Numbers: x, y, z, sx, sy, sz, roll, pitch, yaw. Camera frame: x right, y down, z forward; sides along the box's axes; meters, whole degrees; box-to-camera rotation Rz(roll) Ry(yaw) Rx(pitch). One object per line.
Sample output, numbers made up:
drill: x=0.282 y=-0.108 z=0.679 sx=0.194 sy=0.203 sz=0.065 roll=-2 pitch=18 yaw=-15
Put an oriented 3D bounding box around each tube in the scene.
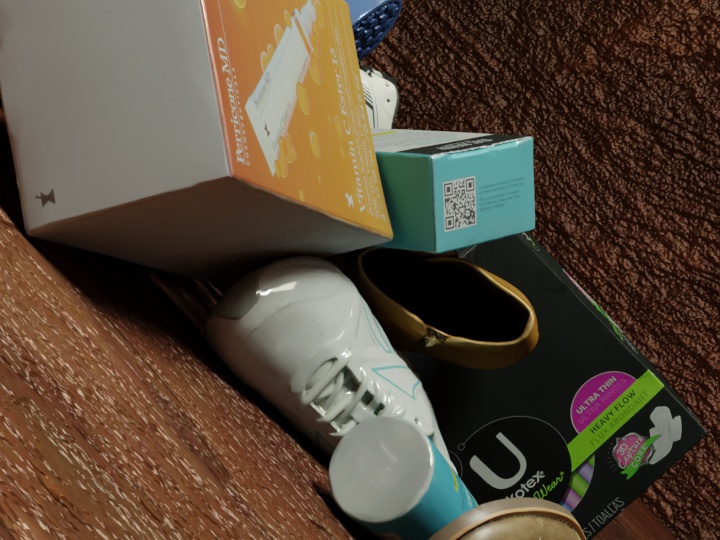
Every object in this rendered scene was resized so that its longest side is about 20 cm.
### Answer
tube: x=0.043 y=0.128 z=1.039 sx=0.078 sy=0.050 sz=0.200 roll=57 pitch=4 yaw=31

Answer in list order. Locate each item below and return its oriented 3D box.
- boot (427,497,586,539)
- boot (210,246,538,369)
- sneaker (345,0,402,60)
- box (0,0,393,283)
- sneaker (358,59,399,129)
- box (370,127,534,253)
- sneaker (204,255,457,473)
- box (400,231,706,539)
boot: x=0.088 y=0.164 z=0.979 sx=0.200 sy=0.074 sz=0.076 roll=45 pitch=13 yaw=-52
boot: x=0.000 y=0.001 z=1.146 sx=0.201 sy=0.071 sz=0.144 roll=18 pitch=-7 yaw=7
sneaker: x=-0.069 y=-0.144 z=1.444 sx=0.078 sy=0.200 sz=0.070 roll=52 pitch=-3 yaw=17
box: x=-0.071 y=-0.073 z=0.964 sx=0.200 sy=0.097 sz=0.125 roll=17 pitch=61 yaw=-69
sneaker: x=-0.026 y=-0.110 z=1.274 sx=0.076 sy=0.087 sz=0.201 roll=26 pitch=-38 yaw=62
box: x=-0.012 y=-0.046 z=1.116 sx=0.200 sy=0.049 sz=0.082 roll=7 pitch=14 yaw=42
sneaker: x=-0.004 y=0.057 z=1.050 sx=0.080 sy=0.070 sz=0.200 roll=52 pitch=6 yaw=36
box: x=0.081 y=0.062 z=1.309 sx=0.200 sy=0.149 sz=0.124 roll=45 pitch=5 yaw=-21
